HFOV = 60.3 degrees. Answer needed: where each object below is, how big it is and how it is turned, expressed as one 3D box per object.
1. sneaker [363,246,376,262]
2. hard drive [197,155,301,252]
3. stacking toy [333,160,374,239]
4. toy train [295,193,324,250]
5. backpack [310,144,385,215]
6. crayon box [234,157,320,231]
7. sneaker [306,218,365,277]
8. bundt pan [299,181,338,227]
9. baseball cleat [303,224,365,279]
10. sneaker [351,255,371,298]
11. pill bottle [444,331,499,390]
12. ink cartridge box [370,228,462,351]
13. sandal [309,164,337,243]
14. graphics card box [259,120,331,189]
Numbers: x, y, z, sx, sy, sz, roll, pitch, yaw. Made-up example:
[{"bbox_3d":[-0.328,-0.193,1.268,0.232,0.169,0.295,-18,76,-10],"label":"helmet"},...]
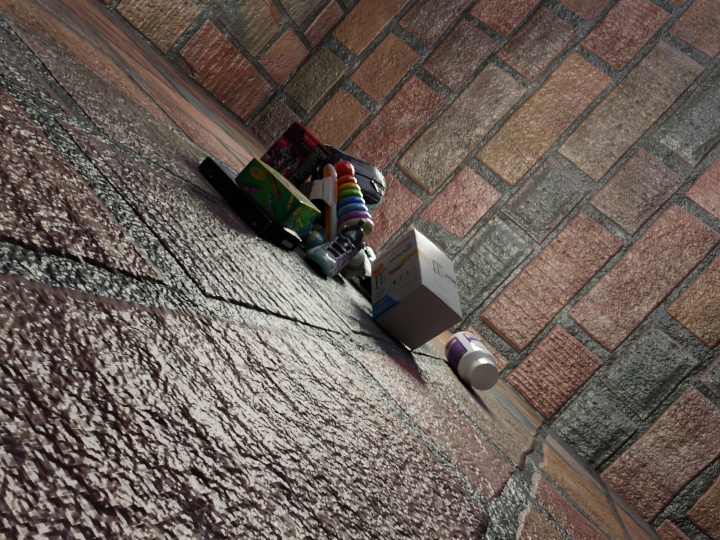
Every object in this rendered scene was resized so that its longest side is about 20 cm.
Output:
[{"bbox_3d":[0.013,-0.019,1.775,0.147,0.077,0.202,59,2,31],"label":"sneaker"},{"bbox_3d":[-0.208,-0.126,1.181,0.200,0.038,0.140,45,4,23],"label":"hard drive"},{"bbox_3d":[-0.028,-0.172,1.475,0.085,0.085,0.201,36,36,-57],"label":"stacking toy"},{"bbox_3d":[-0.134,-0.111,1.455,0.116,0.084,0.200,53,3,-9],"label":"toy train"},{"bbox_3d":[-0.039,-0.221,1.679,0.199,0.154,0.177,13,52,-9],"label":"backpack"},{"bbox_3d":[-0.152,-0.140,1.181,0.119,0.058,0.200,44,4,5],"label":"crayon box"},{"bbox_3d":[-0.041,-0.058,1.345,0.078,0.140,0.200,43,4,1],"label":"sneaker"},{"bbox_3d":[-0.091,-0.136,1.588,0.201,0.076,0.202,13,-28,7],"label":"bundt pan"},{"bbox_3d":[-0.067,-0.039,1.519,0.200,0.070,0.107,31,-37,38],"label":"baseball cleat"},{"bbox_3d":[0.000,0.000,1.611,0.200,0.074,0.080,44,7,14],"label":"sneaker"},{"bbox_3d":[0.318,0.259,1.757,0.111,0.111,0.200,42,5,-17],"label":"pill bottle"},{"bbox_3d":[0.121,0.041,1.406,0.144,0.147,0.201,39,29,-28],"label":"ink cartridge box"},{"bbox_3d":[-0.089,-0.154,1.453,0.059,0.208,0.079,2,-15,-16],"label":"sandal"},{"bbox_3d":[-0.173,-0.228,1.386,0.051,0.200,0.126,38,8,-48],"label":"graphics card box"}]
